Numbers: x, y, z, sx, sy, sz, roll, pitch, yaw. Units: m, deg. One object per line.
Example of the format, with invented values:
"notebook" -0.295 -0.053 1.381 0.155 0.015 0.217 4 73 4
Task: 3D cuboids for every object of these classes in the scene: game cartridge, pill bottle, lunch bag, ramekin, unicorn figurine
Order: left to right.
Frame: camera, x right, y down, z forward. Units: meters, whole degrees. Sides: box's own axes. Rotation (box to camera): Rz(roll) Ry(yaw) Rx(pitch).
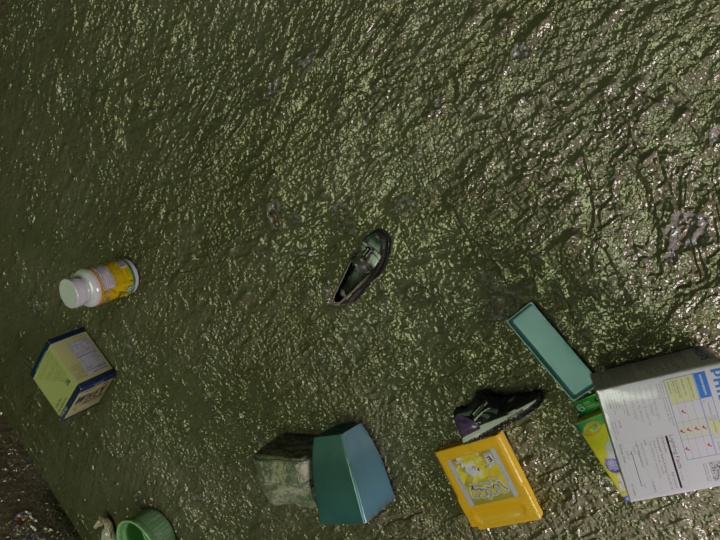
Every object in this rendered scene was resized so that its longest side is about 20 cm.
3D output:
"pill bottle" -0.750 0.039 1.754 0.111 0.199 0.114 9 109 29
"unicorn figurine" -0.915 0.979 2.220 0.199 0.074 0.138 35 111 3
"ramekin" -0.714 0.902 2.047 0.198 0.097 0.203 10 109 29
"lunch bag" -0.162 0.528 1.568 0.198 0.139 0.170 -8 99 34
"game cartridge" 0.277 0.464 1.340 0.175 0.032 0.202 -28 87 35

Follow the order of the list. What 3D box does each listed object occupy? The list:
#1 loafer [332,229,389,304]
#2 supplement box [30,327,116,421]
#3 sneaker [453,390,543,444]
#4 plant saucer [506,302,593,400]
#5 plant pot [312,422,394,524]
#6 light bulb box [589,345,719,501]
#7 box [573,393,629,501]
"loafer" 0.000 0.000 1.357 0.072 0.063 0.201 39 121 16
"supplement box" -0.942 0.339 2.002 0.200 0.134 0.200 49 123 11
"sneaker" 0.277 0.280 1.263 0.199 0.075 0.088 -35 65 24
"plant saucer" 0.377 0.156 1.195 0.201 0.019 0.070 52 124 10
"plant pot" -0.030 0.483 1.477 0.140 0.141 0.203 -15 88 34
"light bulb box" 0.521 0.257 1.035 0.198 0.125 0.201 -17 91 17
"box" 0.498 0.322 1.152 0.117 0.048 0.201 -36 82 33
